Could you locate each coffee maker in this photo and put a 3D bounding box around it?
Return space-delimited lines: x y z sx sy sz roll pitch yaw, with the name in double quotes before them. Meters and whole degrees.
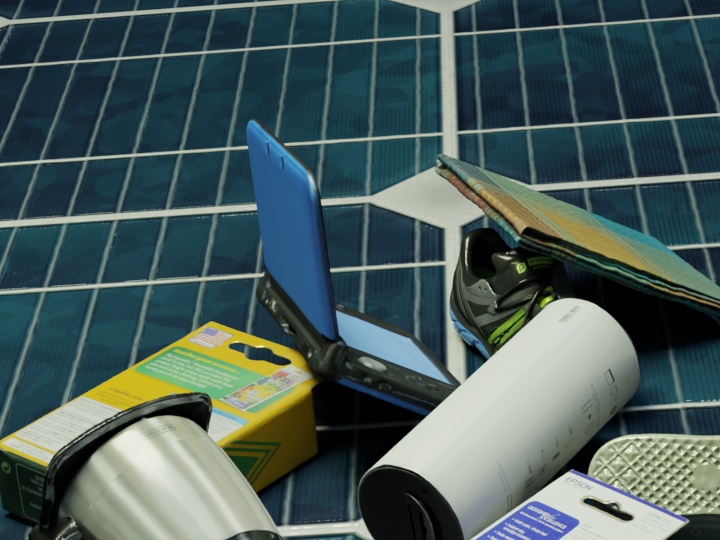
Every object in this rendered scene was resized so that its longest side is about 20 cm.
"coffee maker" -0.066 0.191 1.258 0.134 0.193 0.200 -36 56 -13

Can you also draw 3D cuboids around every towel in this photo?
"towel" 0.157 -0.019 1.688 0.199 0.022 0.147 20 13 -29

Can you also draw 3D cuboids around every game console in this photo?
"game console" 0.000 0.000 1.579 0.170 0.119 0.200 21 9 -18

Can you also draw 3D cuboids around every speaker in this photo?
"speaker" 0.086 0.100 1.472 0.081 0.082 0.200 14 38 35

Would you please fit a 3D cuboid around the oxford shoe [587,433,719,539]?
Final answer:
"oxford shoe" 0.233 0.132 1.425 0.198 0.076 0.058 4 -18 16

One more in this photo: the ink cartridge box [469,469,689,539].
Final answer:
"ink cartridge box" 0.085 0.183 1.354 0.199 0.037 0.094 -32 35 -32

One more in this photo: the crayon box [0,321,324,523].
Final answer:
"crayon box" -0.117 0.107 1.554 0.125 0.052 0.199 17 33 38

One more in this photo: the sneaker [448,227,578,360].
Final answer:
"sneaker" 0.115 0.030 1.636 0.070 0.083 0.200 -15 29 -22
